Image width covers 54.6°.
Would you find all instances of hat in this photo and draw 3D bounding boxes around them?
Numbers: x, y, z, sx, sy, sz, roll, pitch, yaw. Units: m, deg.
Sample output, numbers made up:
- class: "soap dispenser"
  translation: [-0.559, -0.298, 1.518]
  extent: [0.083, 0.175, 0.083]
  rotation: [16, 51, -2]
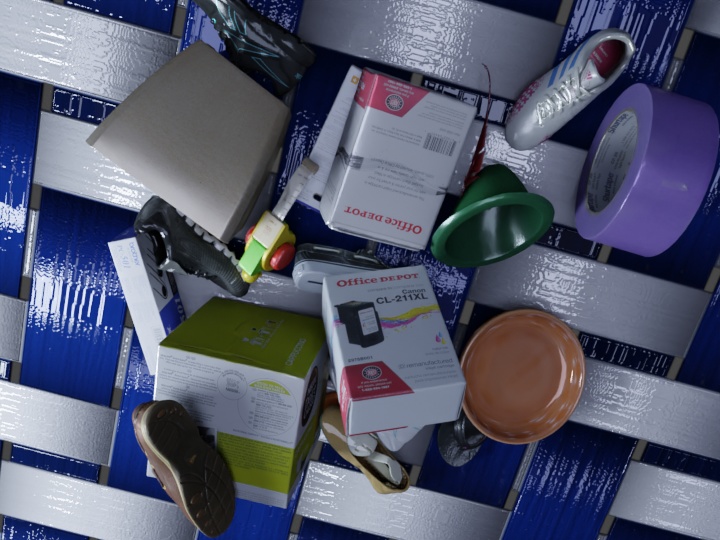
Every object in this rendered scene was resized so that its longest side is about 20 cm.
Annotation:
- class: "hat"
  translation: [0.170, -0.128, 0.971]
  extent: [0.165, 0.178, 0.200]
  rotation: [15, 141, -41]

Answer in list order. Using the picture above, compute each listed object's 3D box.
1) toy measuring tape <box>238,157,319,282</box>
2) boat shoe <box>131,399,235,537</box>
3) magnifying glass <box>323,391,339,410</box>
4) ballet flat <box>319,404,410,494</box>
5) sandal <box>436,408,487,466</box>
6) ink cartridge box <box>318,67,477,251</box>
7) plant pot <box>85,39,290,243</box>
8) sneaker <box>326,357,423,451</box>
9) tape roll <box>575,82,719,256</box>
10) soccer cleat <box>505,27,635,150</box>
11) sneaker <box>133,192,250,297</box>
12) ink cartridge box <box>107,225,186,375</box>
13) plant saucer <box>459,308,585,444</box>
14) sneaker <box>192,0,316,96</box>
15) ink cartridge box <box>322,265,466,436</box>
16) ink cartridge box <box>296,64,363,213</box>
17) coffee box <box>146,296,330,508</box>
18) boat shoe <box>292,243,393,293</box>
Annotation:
- class: "toy measuring tape"
  translation: [-0.106, -0.066, 0.971]
  extent: [0.073, 0.074, 0.201]
  rotation: [31, 107, -7]
- class: "boat shoe"
  translation: [-0.222, 0.246, 0.877]
  extent: [0.067, 0.072, 0.202]
  rotation: [-4, 118, 44]
- class: "magnifying glass"
  translation: [0.017, 0.189, 1.082]
  extent: [0.198, 0.022, 0.080]
  rotation: [-14, 107, 5]
- class: "ballet flat"
  translation: [0.015, 0.273, 1.064]
  extent: [0.063, 0.069, 0.200]
  rotation: [-4, 135, 43]
- class: "sandal"
  translation: [0.177, 0.219, 1.067]
  extent: [0.075, 0.048, 0.202]
  rotation: [24, 106, -6]
- class: "ink cartridge box"
  translation: [0.044, -0.142, 0.912]
  extent: [0.144, 0.085, 0.202]
  rotation: [14, 108, -18]
- class: "plant pot"
  translation: [-0.194, -0.175, 0.896]
  extent: [0.199, 0.200, 0.178]
  rotation: [35, 95, -8]
- class: "sneaker"
  translation: [0.025, 0.182, 1.029]
  extent: [0.080, 0.071, 0.200]
  rotation: [-36, 120, 11]
- class: "tape roll"
  translation: [0.351, -0.124, 0.874]
  extent: [0.084, 0.200, 0.202]
  rotation: [15, 107, -3]
- class: "soccer cleat"
  translation: [0.268, -0.235, 0.903]
  extent: [0.070, 0.086, 0.200]
  rotation: [42, 105, -10]
- class: "sneaker"
  translation: [-0.240, -0.020, 0.976]
  extent: [0.200, 0.066, 0.091]
  rotation: [51, 59, -26]
- class: "ink cartridge box"
  translation: [-0.299, 0.039, 1.009]
  extent: [0.044, 0.094, 0.202]
  rotation: [-10, 107, 6]
- class: "plant saucer"
  translation: [0.234, 0.154, 1.030]
  extent: [0.198, 0.037, 0.203]
  rotation: [-1, 97, -10]
- class: "sneaker"
  translation: [-0.157, -0.308, 0.906]
  extent: [0.199, 0.076, 0.080]
  rotation: [35, 108, -8]
- class: "ink cartridge box"
  translation: [0.034, 0.096, 0.893]
  extent: [0.144, 0.201, 0.083]
  rotation: [-7, 136, -9]
- class: "ink cartridge box"
  translation: [-0.013, -0.170, 0.963]
  extent: [0.094, 0.037, 0.201]
  rotation: [25, 104, -6]
- class: "coffee box"
  translation: [-0.159, 0.174, 0.980]
  extent: [0.198, 0.200, 0.200]
  rotation: [12, 108, 6]
- class: "boat shoe"
  translation: [0.000, 0.000, 0.993]
  extent: [0.198, 0.072, 0.072]
  rotation: [14, 144, -24]
